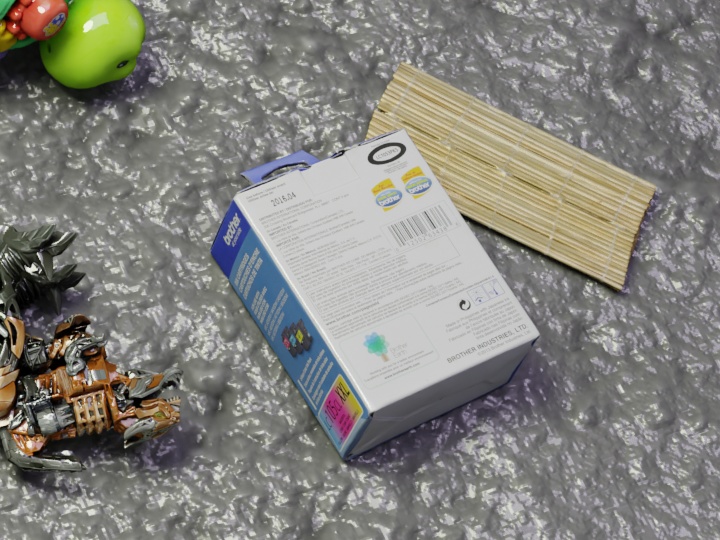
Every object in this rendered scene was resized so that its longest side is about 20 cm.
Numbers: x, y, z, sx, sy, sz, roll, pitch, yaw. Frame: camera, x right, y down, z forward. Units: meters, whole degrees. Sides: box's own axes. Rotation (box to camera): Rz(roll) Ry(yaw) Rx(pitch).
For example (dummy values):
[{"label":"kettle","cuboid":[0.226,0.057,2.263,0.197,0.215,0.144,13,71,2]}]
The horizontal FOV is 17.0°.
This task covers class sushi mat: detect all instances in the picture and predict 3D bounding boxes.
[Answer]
[{"label":"sushi mat","cuboid":[0.099,-0.064,1.626,0.200,0.012,0.096,26,58,-2]}]

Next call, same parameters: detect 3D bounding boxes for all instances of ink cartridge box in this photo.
[{"label":"ink cartridge box","cuboid":[0.000,0.000,1.517,0.136,0.076,0.200,-23,71,-29]}]

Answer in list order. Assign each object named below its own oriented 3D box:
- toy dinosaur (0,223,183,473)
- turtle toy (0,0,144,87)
[{"label":"toy dinosaur","cuboid":[-0.205,0.049,1.416,0.200,0.102,0.136,12,72,-23]},{"label":"turtle toy","cuboid":[-0.223,-0.177,1.511,0.200,0.146,0.101,13,75,-33]}]
